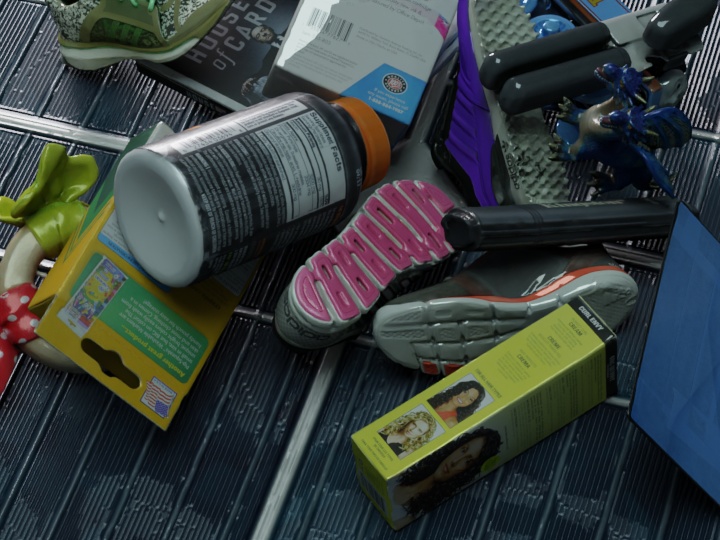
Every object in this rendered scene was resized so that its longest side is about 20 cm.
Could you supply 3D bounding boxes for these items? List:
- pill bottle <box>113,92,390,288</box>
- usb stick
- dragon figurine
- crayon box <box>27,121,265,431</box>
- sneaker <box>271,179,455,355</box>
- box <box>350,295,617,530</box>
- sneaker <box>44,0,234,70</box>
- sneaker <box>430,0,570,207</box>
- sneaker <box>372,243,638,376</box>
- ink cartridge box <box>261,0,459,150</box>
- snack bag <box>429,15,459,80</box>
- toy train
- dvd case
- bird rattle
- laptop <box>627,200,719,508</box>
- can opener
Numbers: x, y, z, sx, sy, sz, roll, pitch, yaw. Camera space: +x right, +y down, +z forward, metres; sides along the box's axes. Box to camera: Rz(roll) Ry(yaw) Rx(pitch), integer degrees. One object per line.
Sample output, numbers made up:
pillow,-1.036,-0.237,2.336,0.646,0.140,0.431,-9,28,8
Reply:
pill bottle,-0.072,-0.067,1.580,0.200,0.106,0.106,-23,53,-37
usb stick,0.155,-0.035,1.595,0.200,0.055,0.033,-4,95,-25
dragon figurine,0.207,-0.089,1.595,0.099,0.200,0.059,3,69,40
crayon box,-0.157,0.007,1.599,0.126,0.052,0.200,40,58,-20
sneaker,0.000,0.000,1.624,0.074,0.087,0.200,48,46,2
box,0.091,0.101,1.545,0.200,0.075,0.050,-32,56,-15
sneaker,-0.185,-0.217,1.738,0.200,0.089,0.077,-8,44,36
sneaker,0.090,-0.121,1.669,0.070,0.099,0.200,1,73,-45
sneaker,0.101,0.020,1.609,0.200,0.077,0.082,-8,44,-13
ink cartridge box,0.015,-0.210,1.697,0.115,0.068,0.200,24,71,-4
snack bag,-0.027,-0.189,1.789,0.188,0.021,0.200,30,63,23
toy train,0.176,-0.179,1.726,0.114,0.087,0.200,-28,57,-21
dvd case,-0.062,-0.179,1.761,0.200,0.025,0.150,28,67,22
bird rattle,-0.227,0.011,1.625,0.163,0.113,0.200,21,60,-3
laptop,0.301,0.073,1.518,0.200,0.116,0.187,10,57,12
can opener,0.183,-0.173,1.625,0.200,0.067,0.053,-19,61,-32
